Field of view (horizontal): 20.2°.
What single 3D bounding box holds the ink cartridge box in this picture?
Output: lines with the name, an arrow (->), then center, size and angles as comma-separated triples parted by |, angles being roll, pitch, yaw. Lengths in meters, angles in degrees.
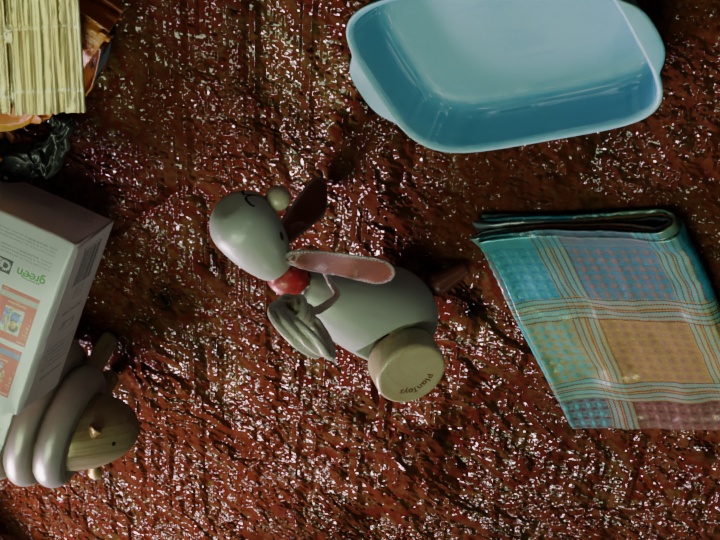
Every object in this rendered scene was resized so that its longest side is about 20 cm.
ink cartridge box -> -0.297, 0.013, 1.387 | 0.199, 0.084, 0.176 | 24, 106, 6

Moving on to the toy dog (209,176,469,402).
toy dog -> 0.000, 0.000, 1.300 | 0.132, 0.096, 0.200 | 50, -171, 29

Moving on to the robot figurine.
robot figurine -> -0.233, -0.136, 1.305 | 0.145, 0.058, 0.200 | 35, 141, -11

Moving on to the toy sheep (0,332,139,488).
toy sheep -> -0.262, 0.095, 1.534 | 0.199, 0.138, 0.138 | 17, 142, 10

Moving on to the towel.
towel -> 0.170, 0.038, 1.316 | 0.146, 0.022, 0.200 | -1, 136, 31

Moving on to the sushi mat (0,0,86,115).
sushi mat -> -0.214, -0.185, 1.203 | 0.095, 0.012, 0.201 | 3, 120, 4

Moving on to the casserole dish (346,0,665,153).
casserole dish -> 0.085, -0.129, 1.152 | 0.199, 0.039, 0.121 | -8, 131, 35
